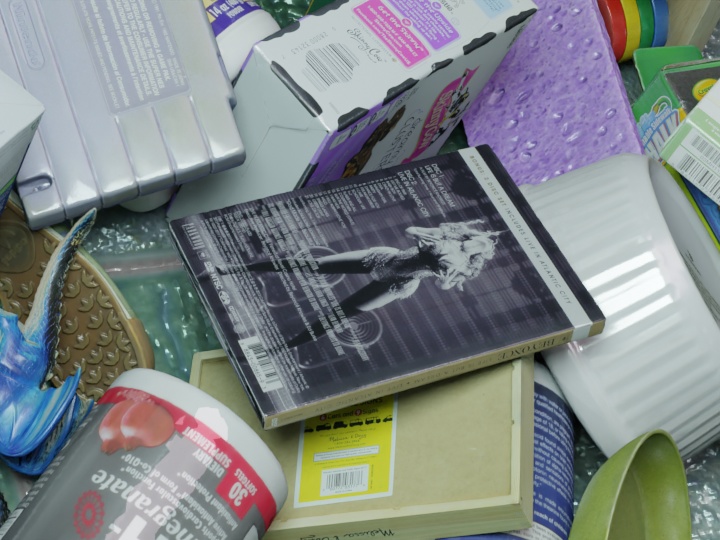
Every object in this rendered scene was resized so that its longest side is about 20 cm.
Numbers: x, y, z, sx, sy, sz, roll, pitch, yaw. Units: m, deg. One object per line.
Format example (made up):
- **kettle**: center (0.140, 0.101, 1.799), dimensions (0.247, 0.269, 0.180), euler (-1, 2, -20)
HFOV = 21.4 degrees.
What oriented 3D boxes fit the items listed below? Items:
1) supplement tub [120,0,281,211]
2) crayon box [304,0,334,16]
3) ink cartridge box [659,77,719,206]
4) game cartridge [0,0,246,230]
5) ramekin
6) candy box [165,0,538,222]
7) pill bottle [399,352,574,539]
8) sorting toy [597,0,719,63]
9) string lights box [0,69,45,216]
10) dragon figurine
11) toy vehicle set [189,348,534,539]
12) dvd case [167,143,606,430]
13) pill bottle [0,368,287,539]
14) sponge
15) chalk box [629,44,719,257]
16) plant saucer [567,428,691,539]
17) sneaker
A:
- **supplement tub**: center (-0.161, -0.149, 1.137), dimensions (0.200, 0.146, 0.145), euler (41, 49, 4)
- **crayon box**: center (0.048, -0.250, 1.295), dimensions (0.058, 0.173, 0.200), euler (34, 49, 0)
- **ink cartridge box**: center (0.299, -0.091, 1.229), dimensions (0.145, 0.048, 0.200), euler (39, 52, 7)
- **game cartridge**: center (-0.149, -0.134, 1.043), dimensions (0.129, 0.038, 0.201), euler (-16, 79, -13)
- **ramekin**: center (0.170, 0.021, 1.150), dimensions (0.203, 0.094, 0.203), euler (53, 19, -27)
- **candy box**: center (-0.006, -0.098, 1.163), dimensions (0.072, 0.168, 0.200), euler (47, 50, 11)
- **pill bottle**: center (0.067, 0.115, 1.085), dimensions (0.110, 0.111, 0.201), euler (17, 52, -15)
- **sorting toy**: center (0.182, -0.250, 1.353), dimensions (0.069, 0.200, 0.200), euler (-17, 65, -19)
- **string lights box**: center (-0.235, -0.013, 0.967), dimensions (0.059, 0.200, 0.103), euler (39, 48, 3)
- **dragon figurine**: center (-0.177, 0.070, 1.002), dimensions (0.099, 0.059, 0.200), euler (36, 73, 13)
- **toy vehicle set**: center (-0.004, 0.090, 1.042), dimensions (0.198, 0.027, 0.125), euler (-8, 51, 18)
- **dvd case**: center (0.013, 0.004, 1.037), dimensions (0.199, 0.016, 0.149), euler (-15, 49, -19)
- **pill bottle**: center (-0.132, 0.157, 0.945), dimensions (0.110, 0.111, 0.200), euler (35, 64, 1)
- **sponge**: center (0.120, -0.128, 1.294), dimensions (0.030, 0.111, 0.201), euler (44, 29, -55)
- **chalk box**: center (0.245, -0.065, 1.297), dimensions (0.124, 0.124, 0.201), euler (-9, 61, -30)
- **plant saucer**: center (0.144, 0.187, 1.050), dimensions (0.031, 0.201, 0.201), euler (3, 45, 23)
- **sneaker**: center (-0.181, -0.016, 1.082), dimensions (0.200, 0.067, 0.090), euler (48, 19, -9)
